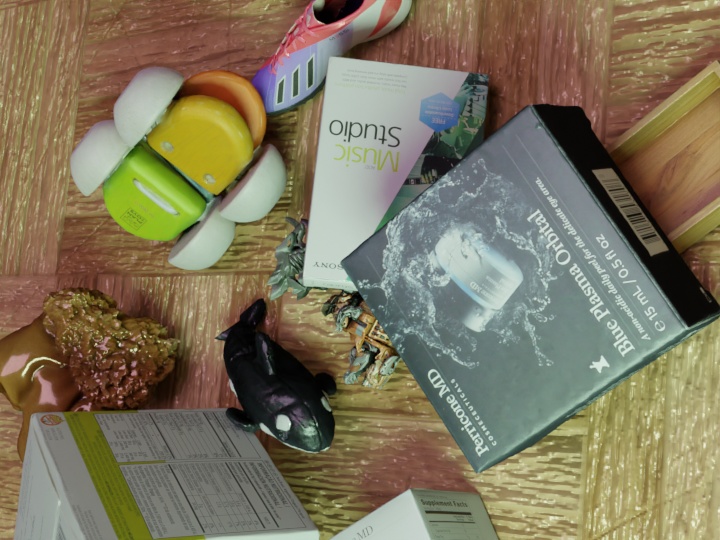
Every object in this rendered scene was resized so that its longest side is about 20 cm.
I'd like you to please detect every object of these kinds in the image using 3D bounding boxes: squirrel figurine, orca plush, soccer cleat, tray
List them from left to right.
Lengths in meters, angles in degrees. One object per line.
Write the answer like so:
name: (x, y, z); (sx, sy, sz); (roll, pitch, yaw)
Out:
squirrel figurine: (-0.272, 0.127, 1.305); (0.200, 0.141, 0.187); (-51, 62, 20)
orca plush: (-0.077, 0.079, 1.185); (0.200, 0.104, 0.072); (-111, 17, -55)
soccer cleat: (-0.044, -0.221, 1.243); (0.199, 0.073, 0.069); (-33, 64, 28)
tray: (0.231, -0.061, 1.031); (0.200, 0.037, 0.099); (-39, 60, 23)

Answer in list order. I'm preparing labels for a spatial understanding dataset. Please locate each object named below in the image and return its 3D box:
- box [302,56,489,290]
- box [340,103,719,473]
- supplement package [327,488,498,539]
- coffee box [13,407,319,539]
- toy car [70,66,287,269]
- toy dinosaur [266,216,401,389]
box: (0.031, -0.079, 1.127); (0.143, 0.036, 0.202); (6, 79, 0)
box: (0.127, 0.013, 0.990); (0.200, 0.117, 0.197); (-39, 77, 25)
supplement package: (0.064, 0.288, 1.034); (0.114, 0.109, 0.201); (-37, 61, 25)
coffee box: (-0.173, 0.253, 1.107); (0.200, 0.196, 0.201); (44, 127, 54)
toy car: (-0.168, -0.116, 1.275); (0.200, 0.175, 0.150); (-40, 20, 37)
toy dinosaur: (0.000, 0.000, 1.170); (0.135, 0.102, 0.201); (5, 68, 15)
